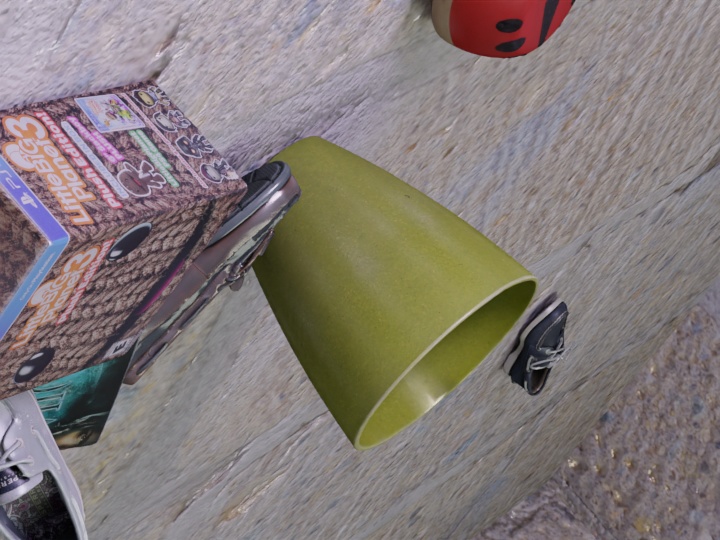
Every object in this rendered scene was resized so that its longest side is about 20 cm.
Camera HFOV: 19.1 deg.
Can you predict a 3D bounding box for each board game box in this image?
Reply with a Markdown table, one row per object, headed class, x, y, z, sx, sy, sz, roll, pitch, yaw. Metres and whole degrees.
| class | x | y | z | sx | sy | sz | roll | pitch | yaw |
| --- | --- | --- | --- | --- | --- | --- | --- | --- | --- |
| board game box | -0.226 | 0.072 | 1.477 | 0.135 | 0.028 | 0.200 | -9 | 150 | -25 |
| board game box | -0.191 | -0.014 | 1.279 | 0.160 | 0.097 | 0.200 | -51 | 164 | 30 |

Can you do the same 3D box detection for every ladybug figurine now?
| class | x | y | z | sx | sy | sz | roll | pitch | yaw |
| --- | --- | --- | --- | --- | --- | --- | --- | --- | --- |
| ladybug figurine | 0.117 | -0.216 | 1.576 | 0.136 | 0.072 | 0.200 | -40 | 166 | -12 |

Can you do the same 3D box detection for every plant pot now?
| class | x | y | z | sx | sy | sz | roll | pitch | yaw |
| --- | --- | --- | --- | --- | --- | --- | --- | --- | --- |
| plant pot | 0.000 | 0.000 | 1.623 | 0.187 | 0.200 | 0.187 | -40 | 166 | -12 |

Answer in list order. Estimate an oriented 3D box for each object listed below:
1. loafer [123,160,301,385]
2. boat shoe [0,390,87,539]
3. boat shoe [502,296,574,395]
| class | x | y | z | sx | sy | sz | roll | pitch | yaw |
| --- | --- | --- | --- | --- | --- | --- | --- | --- | --- |
| loafer | -0.117 | 0.002 | 1.553 | 0.200 | 0.063 | 0.072 | -39 | -158 | 1 |
| boat shoe | -0.229 | 0.124 | 1.405 | 0.070 | 0.072 | 0.201 | -29 | 129 | -3 |
| boat shoe | 0.245 | 0.105 | 2.865 | 0.075 | 0.062 | 0.200 | -32 | 161 | -32 |
